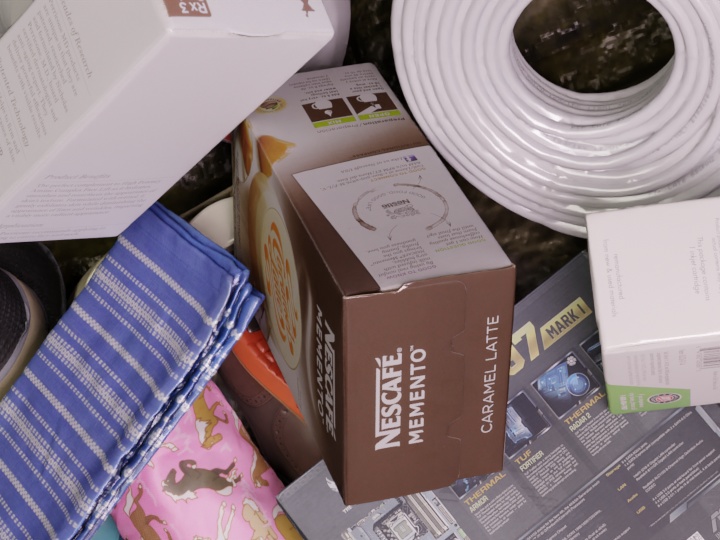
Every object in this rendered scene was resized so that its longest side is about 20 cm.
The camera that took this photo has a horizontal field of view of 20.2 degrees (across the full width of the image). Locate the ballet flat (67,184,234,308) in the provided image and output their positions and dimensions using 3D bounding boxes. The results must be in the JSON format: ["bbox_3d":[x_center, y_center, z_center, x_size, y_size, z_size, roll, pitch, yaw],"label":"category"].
[{"bbox_3d":[-0.099,-0.003,1.098,0.199,0.069,0.070,-29,79,22],"label":"ballet flat"}]

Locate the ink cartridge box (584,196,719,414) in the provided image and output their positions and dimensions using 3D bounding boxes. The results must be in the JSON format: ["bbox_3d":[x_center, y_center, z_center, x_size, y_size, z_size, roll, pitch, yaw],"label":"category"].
[{"bbox_3d":[0.205,0.009,0.910,0.198,0.117,0.068,-7,71,7],"label":"ink cartridge box"}]

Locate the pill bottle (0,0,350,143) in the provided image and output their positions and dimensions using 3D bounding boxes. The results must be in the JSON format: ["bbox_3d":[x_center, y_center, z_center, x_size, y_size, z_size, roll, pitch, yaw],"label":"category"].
[{"bbox_3d":[-0.115,-0.140,1.078,0.199,0.111,0.112,18,98,24],"label":"pill bottle"}]

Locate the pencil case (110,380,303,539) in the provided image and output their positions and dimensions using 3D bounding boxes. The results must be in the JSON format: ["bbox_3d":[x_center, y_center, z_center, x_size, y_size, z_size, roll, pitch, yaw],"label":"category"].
[{"bbox_3d":[-0.062,0.145,1.046,0.083,0.087,0.200,-36,95,32],"label":"pencil case"}]

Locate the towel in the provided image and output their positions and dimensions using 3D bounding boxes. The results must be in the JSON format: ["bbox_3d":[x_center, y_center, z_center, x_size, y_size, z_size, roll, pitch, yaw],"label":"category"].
[{"bbox_3d":[-0.138,0.062,1.017,0.201,0.024,0.145,-54,35,-1],"label":"towel"}]

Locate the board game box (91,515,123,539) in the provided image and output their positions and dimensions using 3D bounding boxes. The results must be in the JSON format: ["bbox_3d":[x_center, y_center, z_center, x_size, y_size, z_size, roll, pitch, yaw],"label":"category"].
[{"bbox_3d":[-0.186,0.152,1.108,0.150,0.047,0.201,-3,65,25],"label":"board game box"}]

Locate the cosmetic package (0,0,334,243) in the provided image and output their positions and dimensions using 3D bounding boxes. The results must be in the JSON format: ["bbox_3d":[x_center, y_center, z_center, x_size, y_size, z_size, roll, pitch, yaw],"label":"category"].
[{"bbox_3d":[-0.115,-0.089,0.958,0.200,0.101,0.074,-39,67,40],"label":"cosmetic package"}]

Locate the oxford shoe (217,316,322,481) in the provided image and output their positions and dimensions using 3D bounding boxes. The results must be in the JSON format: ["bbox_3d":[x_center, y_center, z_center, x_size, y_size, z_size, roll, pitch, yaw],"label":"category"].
[{"bbox_3d":[-0.004,0.095,1.067,0.200,0.071,0.073,52,144,8],"label":"oxford shoe"}]

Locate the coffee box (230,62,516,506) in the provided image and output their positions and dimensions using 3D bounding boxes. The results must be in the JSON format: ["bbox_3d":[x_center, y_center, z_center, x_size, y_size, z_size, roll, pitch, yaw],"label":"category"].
[{"bbox_3d":[0.000,0.000,0.952,0.200,0.079,0.115,-121,25,-54],"label":"coffee box"}]

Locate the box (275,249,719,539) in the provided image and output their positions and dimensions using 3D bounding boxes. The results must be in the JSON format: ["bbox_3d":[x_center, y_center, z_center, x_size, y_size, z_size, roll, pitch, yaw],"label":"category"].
[{"bbox_3d":[0.083,0.112,0.984,0.200,0.051,0.158,-38,75,-6],"label":"box"}]

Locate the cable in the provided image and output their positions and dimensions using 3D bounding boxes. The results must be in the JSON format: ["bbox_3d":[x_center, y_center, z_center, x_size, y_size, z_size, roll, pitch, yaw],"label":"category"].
[{"bbox_3d":[0.108,-0.108,0.937,0.198,0.069,0.201,6,126,12],"label":"cable"}]

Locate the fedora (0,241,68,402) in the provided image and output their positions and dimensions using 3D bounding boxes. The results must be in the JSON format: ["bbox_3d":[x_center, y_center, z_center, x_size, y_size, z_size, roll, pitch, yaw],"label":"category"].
[{"bbox_3d":[-0.265,0.032,1.119,0.199,0.092,0.202,-13,51,17],"label":"fedora"}]
